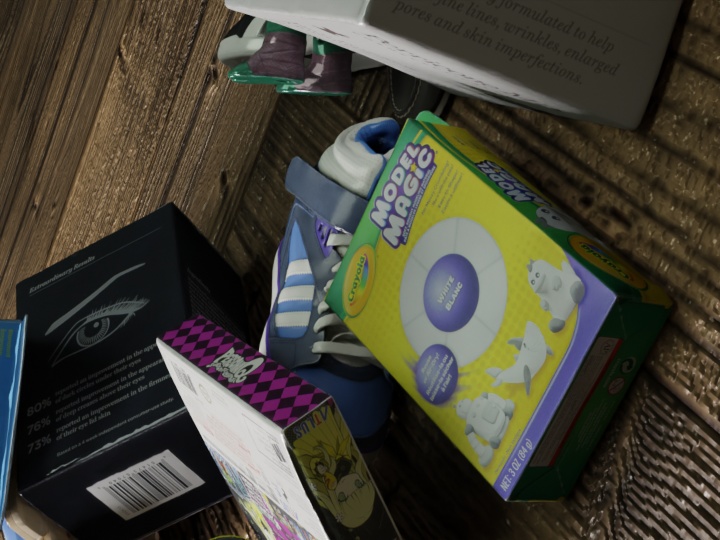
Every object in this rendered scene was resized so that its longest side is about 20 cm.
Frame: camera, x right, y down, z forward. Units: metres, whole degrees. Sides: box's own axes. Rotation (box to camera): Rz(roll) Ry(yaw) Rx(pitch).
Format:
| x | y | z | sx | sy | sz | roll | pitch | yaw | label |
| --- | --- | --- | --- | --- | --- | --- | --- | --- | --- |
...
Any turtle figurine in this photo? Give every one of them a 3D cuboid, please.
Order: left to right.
| x | y | z | sx | sy | sz | roll | pitch | yaw | label |
| --- | --- | --- | --- | --- | --- | --- | --- | --- | --- |
| -0.035 | -0.211 | 0.857 | 0.100 | 0.149 | 0.202 | 3 | 90 | 45 | turtle figurine |

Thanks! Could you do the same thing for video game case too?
| x | y | z | sx | sy | sz | roll | pitch | yaw | label |
| --- | --- | --- | --- | --- | --- | --- | --- | --- | --- |
| -0.031 | 0.125 | 0.765 | 0.200 | 0.036 | 0.183 | 21 | 139 | 64 | video game case |

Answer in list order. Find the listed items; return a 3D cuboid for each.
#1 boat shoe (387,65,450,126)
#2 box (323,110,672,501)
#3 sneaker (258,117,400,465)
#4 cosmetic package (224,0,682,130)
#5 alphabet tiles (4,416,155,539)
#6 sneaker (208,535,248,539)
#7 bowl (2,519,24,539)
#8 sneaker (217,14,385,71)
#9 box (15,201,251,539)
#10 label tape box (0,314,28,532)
| x | y | z | sx | sy | sz | roll | pitch | yaw | label |
| --- | --- | --- | --- | --- | --- | --- | --- | --- | --- |
| 0.041 | -0.189 | 0.878 | 0.067 | 0.057 | 0.202 | 19 | 94 | 63 | boat shoe |
| 0.055 | 0.008 | 0.716 | 0.200 | 0.048 | 0.118 | 46 | 119 | 45 | box |
| 0.000 | 0.000 | 0.837 | 0.201 | 0.080 | 0.147 | -97 | 29 | -46 | sneaker |
| 0.053 | -0.183 | 0.732 | 0.200 | 0.164 | 0.167 | 28 | 101 | 64 | cosmetic package |
| -0.203 | 0.185 | 1.047 | 0.014 | 0.200 | 0.197 | -21 | 49 | 12 | alphabet tiles |
| -0.071 | 0.268 | 0.876 | 0.085 | 0.074 | 0.202 | 97 | 173 | -76 | sneaker |
| -0.233 | 0.164 | 1.133 | 0.201 | 0.039 | 0.203 | -10 | -90 | -81 | bowl |
| -0.025 | -0.197 | 1.007 | 0.199 | 0.073 | 0.113 | 2 | 76 | 55 | sneaker |
| -0.160 | 0.075 | 1.022 | 0.147 | 0.104 | 0.201 | -26 | 45 | 14 | box |
| -0.279 | 0.109 | 0.983 | 0.200 | 0.065 | 0.145 | 155 | 121 | -68 | label tape box |
